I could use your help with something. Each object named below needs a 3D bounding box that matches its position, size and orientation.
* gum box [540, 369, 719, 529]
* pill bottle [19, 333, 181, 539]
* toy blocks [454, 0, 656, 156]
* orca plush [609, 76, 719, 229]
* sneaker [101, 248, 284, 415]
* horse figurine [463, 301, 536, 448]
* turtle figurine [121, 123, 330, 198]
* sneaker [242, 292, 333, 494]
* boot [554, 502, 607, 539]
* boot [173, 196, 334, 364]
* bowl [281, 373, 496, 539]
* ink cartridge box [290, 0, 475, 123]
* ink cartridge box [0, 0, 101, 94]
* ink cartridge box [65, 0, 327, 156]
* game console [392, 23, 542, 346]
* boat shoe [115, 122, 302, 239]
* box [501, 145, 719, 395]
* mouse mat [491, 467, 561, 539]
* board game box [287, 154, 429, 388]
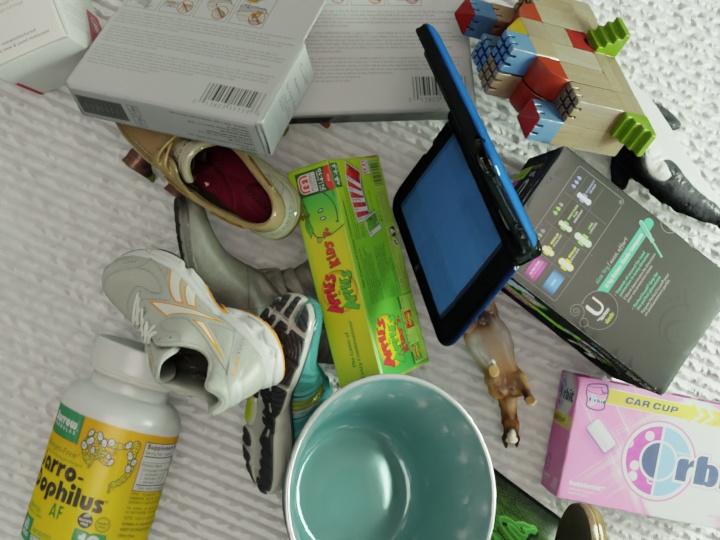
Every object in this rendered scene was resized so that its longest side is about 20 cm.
[{"bbox_3d":[0.284,0.174,1.041,0.196,0.066,0.116,12,90,-4],"label":"gum box"},{"bbox_3d":[-0.226,0.167,0.978,0.111,0.113,0.204,18,88,-4],"label":"pill bottle"},{"bbox_3d":[0.163,-0.183,0.967,0.134,0.100,0.203,6,49,-27],"label":"toy blocks"},{"bbox_3d":[0.282,-0.103,1.060,0.199,0.071,0.106,40,42,-9],"label":"orca plush"},{"bbox_3d":[-0.162,0.050,0.927,0.198,0.092,0.077,28,128,26],"label":"sneaker"},{"bbox_3d":[0.117,0.064,1.013,0.049,0.133,0.203,-25,78,1],"label":"horse figurine"},{"bbox_3d":[-0.139,-0.143,1.012,0.198,0.064,0.163,32,87,-4],"label":"turtle figurine"},{"bbox_3d":[-0.061,0.108,0.989,0.079,0.077,0.203,-11,124,-35],"label":"sneaker"},{"bbox_3d":[0.230,0.305,1.028,0.074,0.074,0.204,-12,109,-13],"label":"boot"},{"bbox_3d":[-0.092,0.009,1.011,0.128,0.068,0.203,-20,108,-8],"label":"boot"},{"bbox_3d":[0.009,0.197,0.948,0.197,0.105,0.205,5,79,-24],"label":"bowl"},{"bbox_3d":[0.003,-0.230,1.008,0.196,0.043,0.178,-4,86,-19],"label":"ink cartridge box"},{"bbox_3d":[-0.305,-0.273,0.958,0.081,0.147,0.203,-21,90,3],"label":"ink cartridge box"},{"bbox_3d":[-0.130,-0.195,0.936,0.197,0.044,0.175,14,60,22],"label":"ink cartridge box"},{"bbox_3d":[0.064,-0.073,0.917,0.117,0.202,0.171,-27,135,9],"label":"game console"},{"bbox_3d":[-0.138,-0.100,0.945,0.198,0.066,0.075,33,96,8],"label":"boat shoe"},{"bbox_3d":[0.212,-0.001,0.997,0.199,0.149,0.125,36,88,-3],"label":"box"},{"bbox_3d":[0.088,0.253,1.028,0.199,0.008,0.162,36,66,-4],"label":"mouse mat"},{"bbox_3d":[0.000,0.000,1.000,0.047,0.101,0.204,-14,91,29],"label":"board game box"}]
